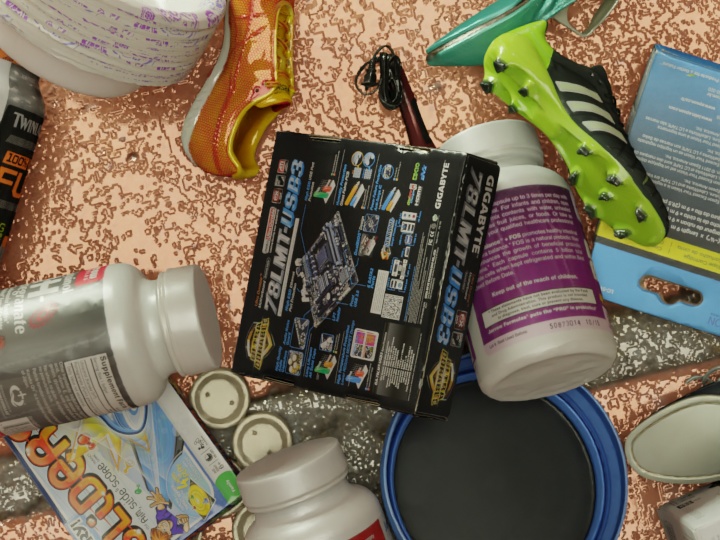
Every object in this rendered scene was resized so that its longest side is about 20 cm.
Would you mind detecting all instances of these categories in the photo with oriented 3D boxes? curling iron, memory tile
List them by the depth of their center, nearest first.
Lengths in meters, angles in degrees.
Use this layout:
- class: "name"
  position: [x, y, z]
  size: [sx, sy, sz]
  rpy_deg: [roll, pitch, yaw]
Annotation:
- class: "curling iron"
  position: [0.045, -0.083, 1.585]
  size: [0.049, 0.026, 0.201]
  rpy_deg: [-22, 92, -37]
- class: "memory tile"
  position: [-0.097, 0.191, 1.588]
  size: [0.200, 0.017, 0.153]
  rpy_deg: [45, 90, 1]

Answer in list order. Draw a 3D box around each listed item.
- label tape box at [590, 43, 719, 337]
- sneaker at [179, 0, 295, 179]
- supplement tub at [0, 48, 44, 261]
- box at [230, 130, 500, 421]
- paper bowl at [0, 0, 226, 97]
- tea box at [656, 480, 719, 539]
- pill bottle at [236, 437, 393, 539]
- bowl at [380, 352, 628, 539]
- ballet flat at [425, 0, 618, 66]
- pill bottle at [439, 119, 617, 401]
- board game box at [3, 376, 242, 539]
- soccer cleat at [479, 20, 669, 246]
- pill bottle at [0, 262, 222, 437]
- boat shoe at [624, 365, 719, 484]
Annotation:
- class: "label tape box"
  position: [0.268, -0.061, 1.560]
  size: [0.143, 0.063, 0.201]
  rpy_deg: [18, 102, 1]
- class: "sneaker"
  position: [-0.076, -0.168, 1.564]
  size: [0.077, 0.073, 0.201]
  rpy_deg: [21, 100, 26]
- class: "supplement tub"
  position: [-0.321, -0.087, 1.547]
  size: [0.122, 0.123, 0.201]
  rpy_deg: [16, 90, 1]
- class: "box"
  position: [0.000, 0.000, 1.522]
  size: [0.198, 0.050, 0.201]
  rpy_deg: [9, 87, 42]
- class: "paper bowl"
  position: [-0.211, -0.210, 1.514]
  size: [0.200, 0.201, 0.105]
  rpy_deg: [33, 114, 2]
- class: "tea box"
  position: [0.348, 0.208, 1.489]
  size: [0.196, 0.200, 0.134]
  rpy_deg: [-22, 88, -1]
- class: "pill bottle"
  position: [-0.023, 0.236, 1.519]
  size: [0.112, 0.112, 0.201]
  rpy_deg: [-20, 99, 0]
- class: "bowl"
  position: [0.110, 0.164, 1.543]
  size: [0.199, 0.039, 0.202]
  rpy_deg: [4, 72, -13]
- class: "ballet flat"
  position: [0.148, -0.204, 1.572]
  size: [0.200, 0.067, 0.071]
  rpy_deg: [-36, 100, 2]
- class: "pill bottle"
  position: [0.122, -0.010, 1.527]
  size: [0.112, 0.112, 0.201]
  rpy_deg: [-14, 70, 1]
- class: "board game box"
  position: [-0.197, 0.136, 1.567]
  size: [0.135, 0.034, 0.200]
  rpy_deg: [-38, 79, 0]
- class: "soccer cleat"
  position: [0.177, -0.108, 1.509]
  size: [0.081, 0.068, 0.200]
  rpy_deg: [-36, 84, -32]
- class: "pill bottle"
  position: [-0.211, 0.057, 1.505]
  size: [0.199, 0.111, 0.111]
  rpy_deg: [-13, 88, 6]
- class: "boat shoe"
  position: [0.303, 0.109, 1.559]
  size: [0.199, 0.062, 0.075]
  rpy_deg: [-25, 103, 8]
